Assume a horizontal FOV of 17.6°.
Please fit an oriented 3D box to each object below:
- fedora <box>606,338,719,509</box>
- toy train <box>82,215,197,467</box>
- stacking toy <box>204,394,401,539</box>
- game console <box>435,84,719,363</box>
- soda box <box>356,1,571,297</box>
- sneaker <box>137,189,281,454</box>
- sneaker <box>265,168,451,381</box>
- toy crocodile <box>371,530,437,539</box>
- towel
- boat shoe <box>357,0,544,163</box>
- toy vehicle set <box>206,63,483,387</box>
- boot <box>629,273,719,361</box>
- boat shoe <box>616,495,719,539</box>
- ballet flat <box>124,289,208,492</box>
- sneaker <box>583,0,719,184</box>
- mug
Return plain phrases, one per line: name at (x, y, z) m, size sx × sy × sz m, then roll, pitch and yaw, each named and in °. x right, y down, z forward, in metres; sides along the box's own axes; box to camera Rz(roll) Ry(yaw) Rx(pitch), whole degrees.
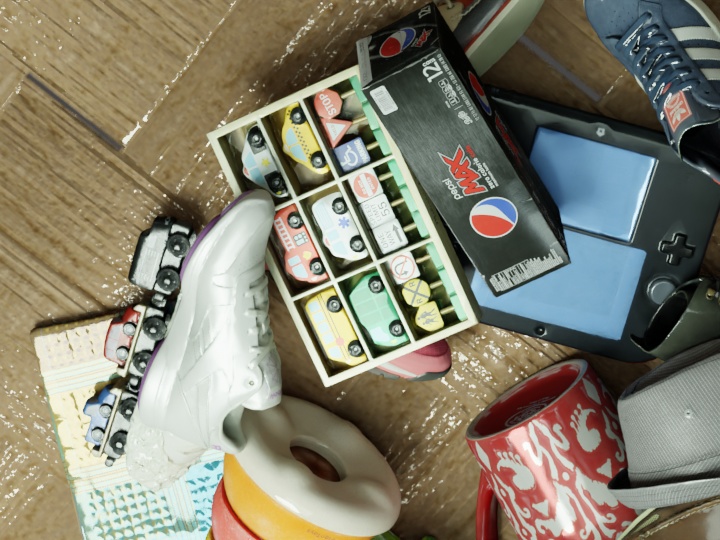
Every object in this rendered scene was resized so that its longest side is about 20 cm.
fedora at (0.259, 0.095, 1.609) m, size 0.198 × 0.177 × 0.091 m, roll -17°, pitch 92°, yaw 16°
toy train at (-0.169, 0.053, 1.732) m, size 0.045 × 0.034 × 0.202 m, roll 18°, pitch 106°, yaw 3°
stacking toy at (-0.074, 0.206, 1.741) m, size 0.145 × 0.146 × 0.201 m, roll 30°, pitch 113°, yaw -6°
game console at (0.152, -0.030, 1.687) m, size 0.198 × 0.031 × 0.178 m, roll 15°, pitch 118°, yaw -1°
soda box at (0.072, -0.081, 1.601) m, size 0.063 × 0.071 × 0.201 m, roll -25°, pitch 122°, yaw 13°
sneaker at (-0.085, 0.037, 1.631) m, size 0.099 × 0.075 × 0.201 m, roll 27°, pitch 116°, yaw 13°
sneaker at (0.000, 0.000, 1.689) m, size 0.200 × 0.074 × 0.087 m, roll 41°, pitch 116°, yaw -7°
toy crocodile at (0.064, 0.270, 1.789) m, size 0.067 × 0.062 × 0.200 m, roll -40°, pitch 101°, yaw 15°
towel at (-0.161, 0.124, 1.781) m, size 0.145 × 0.022 × 0.202 m, roll -12°, pitch 105°, yaw 7°
boat shoe at (0.059, -0.157, 1.646) m, size 0.063 × 0.071 × 0.200 m, roll 48°, pitch 112°, yaw 15°
toy vehicle set at (-0.010, -0.032, 1.642) m, size 0.123 × 0.027 × 0.201 m, roll -24°, pitch 96°, yaw 16°
boot at (0.303, 0.018, 1.664) m, size 0.138 × 0.078 × 0.201 m, roll 30°, pitch 108°, yaw -21°
boat shoe at (0.195, 0.224, 1.624) m, size 0.202 × 0.075 × 0.075 m, roll -38°, pitch 95°, yaw 10°
ballet flat at (-0.121, 0.082, 1.711) m, size 0.071 × 0.072 × 0.202 m, roll 17°, pitch 106°, yaw -2°
sneaker at (0.224, -0.127, 1.611) m, size 0.200 × 0.084 × 0.075 m, roll 44°, pitch 131°, yaw 7°
mug at (0.154, 0.188, 1.722) m, size 0.177 × 0.134 × 0.201 m, roll -29°, pitch 101°, yaw 11°
